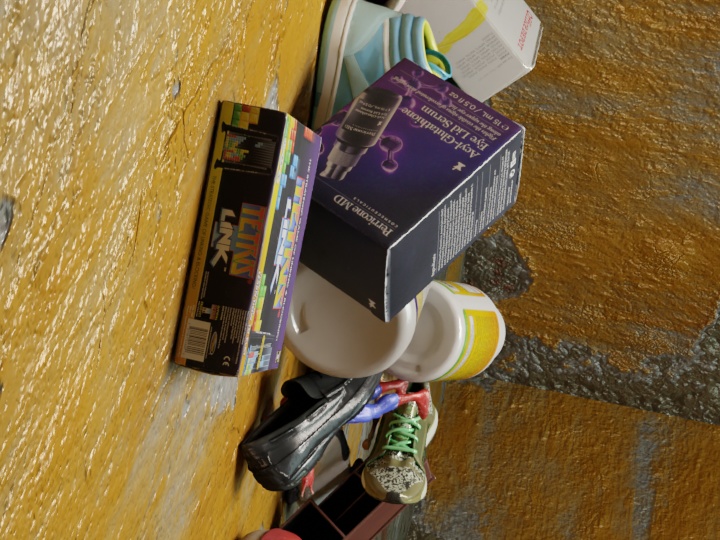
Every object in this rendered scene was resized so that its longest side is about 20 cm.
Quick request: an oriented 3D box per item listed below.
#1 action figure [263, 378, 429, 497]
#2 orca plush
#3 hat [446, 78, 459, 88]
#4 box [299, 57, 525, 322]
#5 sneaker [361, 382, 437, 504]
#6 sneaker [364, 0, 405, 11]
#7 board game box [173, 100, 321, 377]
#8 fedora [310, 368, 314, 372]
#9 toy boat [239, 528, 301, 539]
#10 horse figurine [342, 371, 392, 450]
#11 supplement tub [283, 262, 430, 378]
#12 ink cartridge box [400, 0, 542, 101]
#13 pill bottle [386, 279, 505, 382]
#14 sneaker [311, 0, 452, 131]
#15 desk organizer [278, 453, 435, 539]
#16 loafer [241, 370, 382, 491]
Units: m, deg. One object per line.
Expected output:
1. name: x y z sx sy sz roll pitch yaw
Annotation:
1. action figure: -0.023 0.173 1.609 0.198 0.065 0.100 -3 109 -38
2. orca plush: -0.061 0.215 1.791 0.105 0.071 0.201 -32 145 -10
3. hat: 0.116 -0.215 1.776 0.165 0.174 0.202 168 -91 -71
4. box: 0.033 -0.076 1.388 0.200 0.147 0.105 -43 152 -30
5. sneaker: 0.045 0.180 1.697 0.201 0.076 0.089 -76 171 -57
6. sneaker: 0.029 -0.341 1.521 0.105 0.074 0.202 -77 178 -54
7. board game box: -0.085 -0.021 1.200 0.165 0.056 0.202 5 96 -81
8. fedora: -0.006 0.101 1.852 0.201 0.081 0.203 11 90 -82
9. toy boat: -0.076 0.335 1.486 0.200 0.129 0.132 -42 142 -77
10. horse figurine: -0.004 0.101 1.697 0.133 0.049 0.201 -64 143 -35
11. supplement tub: 0.000 0.000 1.525 0.200 0.144 0.147 -66 165 -60
12. ink cartridge box: 0.109 -0.305 1.712 0.083 0.200 0.146 -34 -163 28
13. pill bottle: 0.095 0.068 1.708 0.200 0.110 0.112 7 94 -67
14. sneaker: 0.021 -0.166 1.507 0.080 0.129 0.202 -68 167 -62
15. desk organizer: -0.010 0.275 1.757 0.200 0.072 0.077 -43 158 -11
16. loafer: -0.045 0.130 1.506 0.201 0.068 0.071 -49 116 -33
